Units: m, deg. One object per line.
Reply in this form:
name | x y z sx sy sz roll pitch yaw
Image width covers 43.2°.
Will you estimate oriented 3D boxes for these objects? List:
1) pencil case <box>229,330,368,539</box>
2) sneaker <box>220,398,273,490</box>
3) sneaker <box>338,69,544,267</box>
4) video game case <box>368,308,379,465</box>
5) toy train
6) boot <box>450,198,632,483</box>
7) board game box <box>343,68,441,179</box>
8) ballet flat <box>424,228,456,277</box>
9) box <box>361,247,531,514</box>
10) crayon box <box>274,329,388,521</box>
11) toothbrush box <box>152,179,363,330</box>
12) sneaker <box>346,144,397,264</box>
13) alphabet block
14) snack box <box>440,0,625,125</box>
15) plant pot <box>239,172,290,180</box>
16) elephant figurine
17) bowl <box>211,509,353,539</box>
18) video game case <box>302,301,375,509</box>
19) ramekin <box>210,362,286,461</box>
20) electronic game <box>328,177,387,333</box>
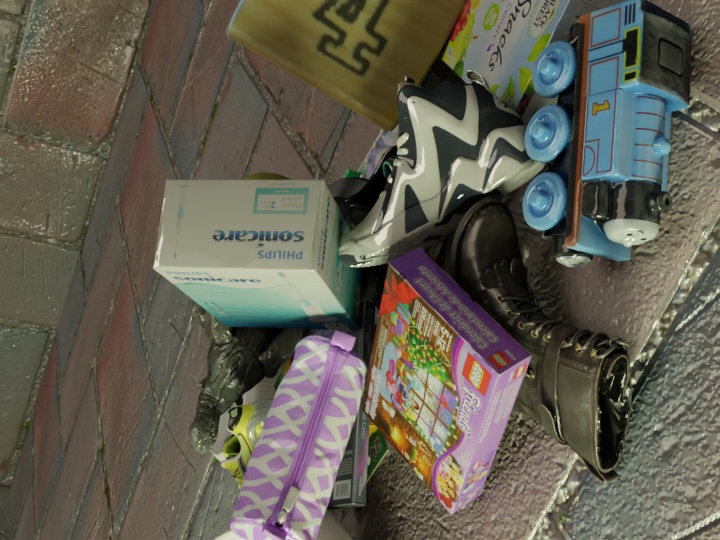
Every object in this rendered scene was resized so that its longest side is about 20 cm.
pencil case | -0.054 0.159 0.829 0.086 0.083 0.202 101 -174 -61
sneaker | -0.116 0.207 1.005 0.076 0.076 0.201 -96 14 -49
sneaker | 0.047 -0.097 0.795 0.198 0.079 0.131 -33 75 25
video game case | 0.009 0.101 1.044 0.143 0.018 0.202 31 106 63
toy train | 0.189 -0.104 0.701 0.114 0.086 0.202 -6 76 54
boot | 0.149 0.047 0.718 0.174 0.069 0.202 17 117 63
board game box | 0.043 -0.116 1.043 0.201 0.026 0.201 -58 31 28
ballet flat | 0.081 0.030 0.873 0.064 0.075 0.202 -16 67 52
box | 0.065 0.098 0.778 0.137 0.039 0.201 45 145 31
crayon box | -0.040 0.163 1.036 0.126 0.051 0.201 -60 32 31
toothbrush box | -0.086 -0.009 0.850 0.200 0.145 0.086 56 -143 -69
sneaker | 0.070 -0.093 0.862 0.200 0.079 0.075 -44 40 -5
alphabet block | -0.011 -0.292 0.975 0.197 0.199 0.196 -59 14 14
snack box | 0.167 -0.246 0.823 0.201 0.067 0.169 -66 29 26
plant pot | -0.120 -0.044 1.202 0.184 0.198 0.202 -111 41 -66
elephant figurine | -0.129 0.083 1.036 0.200 0.140 0.157 -93 -8 -69
bowl | -0.049 0.321 0.924 0.201 0.074 0.200 53 144 1
video game case | -0.031 0.146 0.950 0.143 0.019 0.202 -28 53 56
ramekin | -0.140 0.175 1.224 0.202 0.093 0.204 -37 47 54
electronic game | 0.000 0.000 0.985 0.199 0.041 0.202 18 113 50
